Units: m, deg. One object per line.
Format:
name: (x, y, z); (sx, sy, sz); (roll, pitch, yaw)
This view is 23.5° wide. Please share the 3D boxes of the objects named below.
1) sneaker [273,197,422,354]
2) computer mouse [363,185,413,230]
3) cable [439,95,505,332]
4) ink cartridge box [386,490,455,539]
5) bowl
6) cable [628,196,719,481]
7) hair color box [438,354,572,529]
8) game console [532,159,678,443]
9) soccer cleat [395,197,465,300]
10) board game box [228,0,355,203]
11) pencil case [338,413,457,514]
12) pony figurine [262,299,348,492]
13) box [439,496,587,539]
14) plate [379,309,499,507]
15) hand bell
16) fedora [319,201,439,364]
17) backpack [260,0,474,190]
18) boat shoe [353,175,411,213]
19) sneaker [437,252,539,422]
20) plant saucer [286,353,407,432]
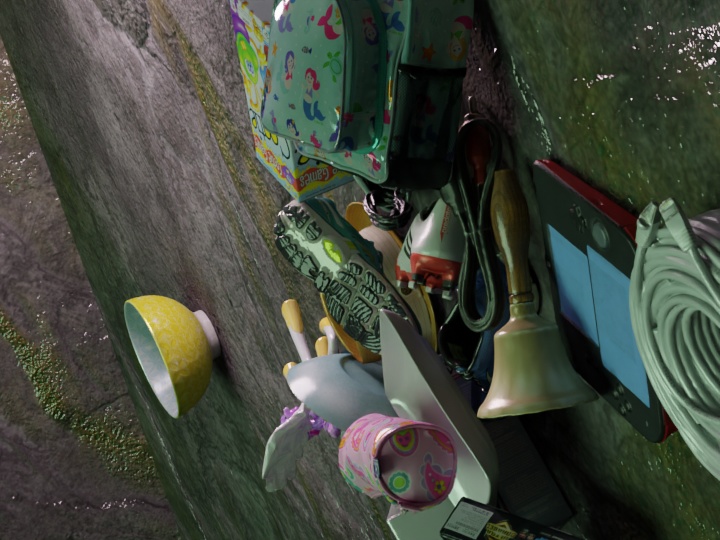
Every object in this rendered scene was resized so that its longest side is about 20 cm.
sneaker: (0.000, 0.000, 1.732); (0.201, 0.079, 0.078); (51, 129, 16)
computer mouse: (0.037, -0.069, 1.558); (0.200, 0.058, 0.034); (-64, -22, -66)
cable: (0.104, -0.052, 1.497); (0.097, 0.050, 0.202); (-21, 86, 39)
ink cartridge box: (0.112, 0.314, 1.802); (0.201, 0.085, 0.148); (59, -175, 0)
bowl: (-0.285, 0.120, 2.732); (0.201, 0.107, 0.201); (53, 157, 34)
cable: (0.260, 0.056, 1.194); (0.201, 0.069, 0.201); (56, 160, 26)
hair color box: (0.128, 0.181, 1.727); (0.201, 0.060, 0.099); (62, 161, 16)
game console: (0.196, 0.026, 1.395); (0.177, 0.031, 0.202); (41, 148, 53)
soccer cleat: (0.073, -0.022, 1.641); (0.200, 0.068, 0.086); (101, -176, -86)
board game box: (-0.053, -0.188, 1.714); (0.105, 0.102, 0.202); (46, 153, 46)
pencil case: (0.033, 0.181, 1.633); (0.088, 0.087, 0.200); (67, 169, -3)
pony figurine: (-0.048, 0.162, 2.096); (0.201, 0.165, 0.195); (-112, 18, -50)
box: (0.178, 0.298, 1.580); (0.158, 0.046, 0.201); (15, 149, 42)
plate: (0.081, 0.150, 1.645); (0.200, 0.032, 0.201); (57, 167, 26)
hand bell: (0.133, 0.016, 1.447); (0.104, 0.103, 0.202); (168, 93, -71)
fedora: (0.009, 0.030, 1.837); (0.201, 0.081, 0.202); (55, 159, 32)
backpack: (0.008, -0.182, 1.449); (0.177, 0.149, 0.202); (26, 106, 54)
boat shoe: (0.004, -0.143, 1.644); (0.062, 0.072, 0.201); (-109, -3, -62)
sneaker: (0.109, 0.070, 1.598); (0.079, 0.088, 0.201); (52, 156, 40)
plant saucer: (0.020, 0.132, 1.830); (0.201, 0.199, 0.039); (42, 115, 51)
